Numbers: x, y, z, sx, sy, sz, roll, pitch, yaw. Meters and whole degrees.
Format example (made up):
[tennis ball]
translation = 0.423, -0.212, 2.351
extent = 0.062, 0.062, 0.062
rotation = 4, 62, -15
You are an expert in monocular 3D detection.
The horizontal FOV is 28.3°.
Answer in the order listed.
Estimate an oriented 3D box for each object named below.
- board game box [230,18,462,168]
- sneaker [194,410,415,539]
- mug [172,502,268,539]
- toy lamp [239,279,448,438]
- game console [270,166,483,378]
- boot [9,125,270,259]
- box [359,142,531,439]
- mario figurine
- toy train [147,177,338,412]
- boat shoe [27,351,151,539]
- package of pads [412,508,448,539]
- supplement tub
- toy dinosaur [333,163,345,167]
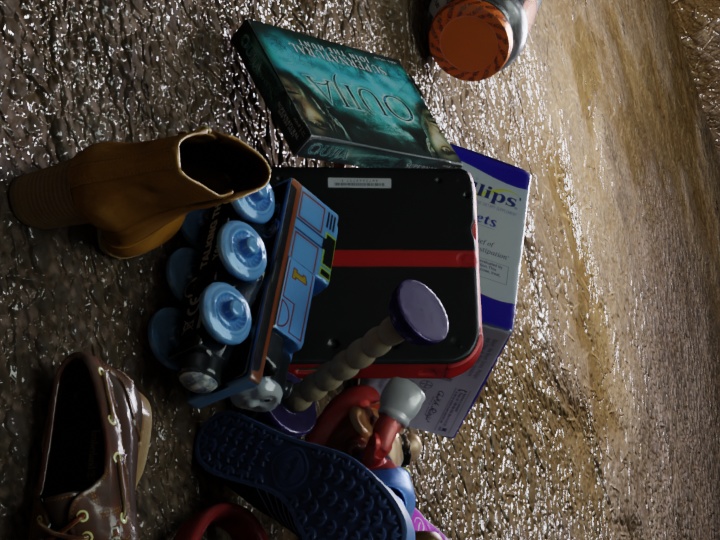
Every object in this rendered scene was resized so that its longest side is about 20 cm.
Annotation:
[board game box]
translation = -0.008, -0.145, 1.243
extent = 0.199, 0.028, 0.136
rotation = 5, 48, -48
[sneaker]
translation = -0.030, 0.162, 1.036
extent = 0.070, 0.199, 0.078
rotation = -59, 144, -6
[mug]
translation = -0.090, 0.263, 0.978
extent = 0.134, 0.177, 0.200
rotation = -60, 154, 12
[toy lamp]
translation = -0.020, 0.076, 1.076
extent = 0.058, 0.200, 0.059
rotation = 31, 40, -30
[game console]
translation = 0.000, 0.000, 1.166
extent = 0.031, 0.198, 0.179
rotation = 104, -14, -68
[boot]
translation = -0.120, -0.052, 0.948
extent = 0.201, 0.143, 0.072
rotation = 0, 83, -67
[box]
translation = 0.078, 0.019, 1.334
extent = 0.185, 0.104, 0.201
rotation = 112, -8, -50
[mario figurine]
translation = 0.029, 0.168, 1.124
extent = 0.106, 0.123, 0.201
rotation = 37, 22, -37
[toy train]
translation = -0.083, 0.013, 1.057
extent = 0.114, 0.086, 0.201
rotation = 36, 46, -32
[boat shoe]
translation = -0.169, 0.147, 0.859
extent = 0.070, 0.070, 0.202
rotation = 58, 23, -56
[package of pads]
translation = 0.018, 0.261, 1.249
extent = 0.200, 0.075, 0.121
rotation = 49, 40, -51
[supplement tub]
translation = 0.148, -0.311, 1.698
extent = 0.200, 0.121, 0.123
rotation = -63, 139, -53
[toy dinosaur]
translation = -0.038, -0.029, 1.268
extent = 0.181, 0.200, 0.106
rotation = 3, 123, -48
